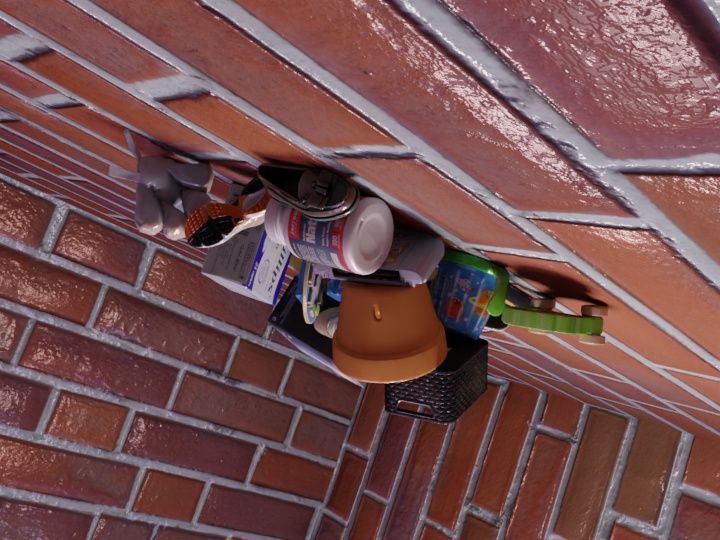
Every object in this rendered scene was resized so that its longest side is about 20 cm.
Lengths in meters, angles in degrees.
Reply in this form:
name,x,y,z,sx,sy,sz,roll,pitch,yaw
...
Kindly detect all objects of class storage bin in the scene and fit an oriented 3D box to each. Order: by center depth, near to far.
name,x,y,z,sx,sy,sz,roll,pitch,yaw
storage bin,0.137,0.184,1.399,0.133,0.096,0.199,6,-165,28

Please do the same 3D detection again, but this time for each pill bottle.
name,x,y,z,sx,sy,sz,roll,pitch,yaw
pill bottle,-0.056,-0.070,1.273,0.197,0.122,0.119,13,169,36

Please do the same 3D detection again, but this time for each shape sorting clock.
name,x,y,z,sx,sy,sz,roll,pitch,yaw
shape sorting clock,-0.082,0.001,1.518,0.038,0.204,0.200,6,169,11

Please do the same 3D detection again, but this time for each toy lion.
name,x,y,z,sx,sy,sz,roll,pitch,yaw
toy lion,0.319,0.084,1.372,0.189,0.070,0.199,6,-179,-32

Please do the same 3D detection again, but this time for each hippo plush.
name,x,y,z,sx,sy,sz,roll,pitch,yaw
hippo plush,-0.365,-0.134,1.474,0.197,0.162,0.161,21,171,-7

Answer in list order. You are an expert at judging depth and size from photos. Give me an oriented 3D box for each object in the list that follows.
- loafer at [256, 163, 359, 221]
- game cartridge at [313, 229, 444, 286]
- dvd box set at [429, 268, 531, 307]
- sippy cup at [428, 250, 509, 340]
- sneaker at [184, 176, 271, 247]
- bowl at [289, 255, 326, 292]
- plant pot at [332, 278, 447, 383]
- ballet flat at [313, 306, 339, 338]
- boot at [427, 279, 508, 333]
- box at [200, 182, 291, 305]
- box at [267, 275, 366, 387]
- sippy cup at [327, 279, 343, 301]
name,x,y,z,sx,sy,sz,roll,pitch,yaw
loafer,-0.087,-0.124,1.197,0.198,0.073,0.063,15,164,45
game cartridge,0.034,-0.025,1.327,0.196,0.134,0.042,5,125,25
dvd box set,0.243,0.044,1.581,0.145,0.030,0.198,28,170,-38
sippy cup,0.185,0.050,1.420,0.137,0.133,0.178,19,172,7
sneaker,-0.215,-0.093,1.397,0.197,0.077,0.092,-25,169,11
bowl,-0.088,-0.015,1.739,0.197,0.110,0.200,20,172,3
plant pot,0.045,0.077,1.326,0.196,0.143,0.201,-4,-158,2
ballet flat,-0.004,0.108,1.534,0.196,0.069,0.067,-5,-158,15
boot,0.193,0.078,1.581,0.197,0.074,0.144,20,172,-1
box,-0.212,-0.047,1.576,0.103,0.187,0.200,16,171,13
box,-0.065,0.135,1.698,0.196,0.124,0.200,27,168,25
sippy cup,0.000,0.000,1.494,0.175,0.133,0.139,21,172,-11
